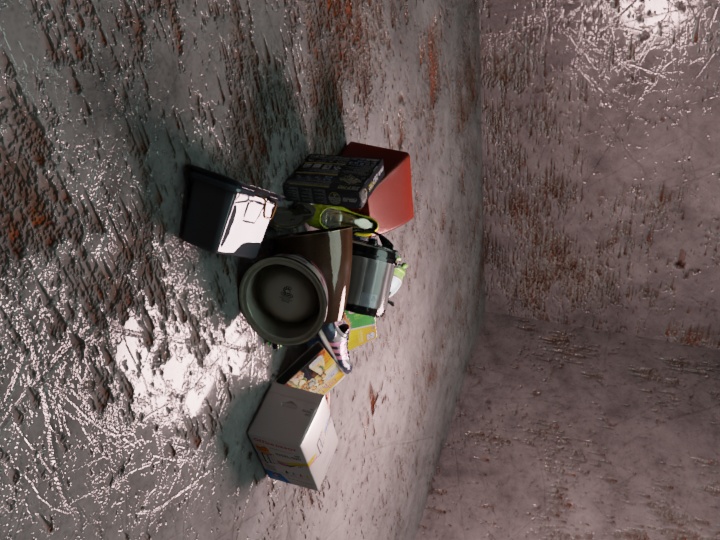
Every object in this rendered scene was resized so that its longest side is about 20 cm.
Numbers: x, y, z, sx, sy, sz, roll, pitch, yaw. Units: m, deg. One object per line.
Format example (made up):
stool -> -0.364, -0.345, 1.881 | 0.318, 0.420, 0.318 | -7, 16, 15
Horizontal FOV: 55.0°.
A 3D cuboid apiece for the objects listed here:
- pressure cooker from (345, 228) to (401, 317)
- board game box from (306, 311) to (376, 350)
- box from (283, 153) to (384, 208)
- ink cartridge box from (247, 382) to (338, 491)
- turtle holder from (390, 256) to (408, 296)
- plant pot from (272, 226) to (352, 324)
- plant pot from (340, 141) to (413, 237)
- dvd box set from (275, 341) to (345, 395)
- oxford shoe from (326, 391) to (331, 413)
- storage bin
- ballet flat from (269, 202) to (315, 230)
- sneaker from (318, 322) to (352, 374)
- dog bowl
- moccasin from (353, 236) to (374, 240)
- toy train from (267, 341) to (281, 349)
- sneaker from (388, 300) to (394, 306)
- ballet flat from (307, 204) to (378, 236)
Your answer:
pressure cooker -> 0.002, 0.000, 1.700 | 0.175, 0.175, 0.206 | 8, 94, -64
board game box -> -0.053, 0.146, 1.830 | 0.196, 0.040, 0.156 | -23, 126, -22
box -> -0.060, -0.213, 1.615 | 0.162, 0.195, 0.050 | -57, 148, -49
ink cartridge box -> -0.156, 0.396, 1.649 | 0.203, 0.143, 0.146 | 77, 29, -43
turtle holder -> 0.052, 0.010, 1.986 | 0.186, 0.138, 0.134 | 61, 53, -80
plant pot -> -0.096, 0.014, 1.566 | 0.186, 0.182, 0.206 | -22, 106, -67
plant pot -> 0.013, -0.203, 1.857 | 0.176, 0.196, 0.204 | -44, 139, -41
dvd box set -> -0.123, 0.275, 1.758 | 0.146, 0.029, 0.201 | -41, 149, -9
oxford shoe -> -0.105, 0.380, 1.897 | 0.072, 0.069, 0.206 | -10, 106, -74
storage bin -> -0.236, -0.099, 1.289 | 0.199, 0.142, 0.138 | 7, 102, -69
ballet flat -> -0.160, -0.118, 1.592 | 0.047, 0.067, 0.200 | -56, 173, 23
sneaker -> -0.050, 0.186, 1.779 | 0.081, 0.070, 0.202 | -34, 131, -7
dog bowl -> -0.156, 0.053, 1.472 | 0.074, 0.194, 0.206 | -59, 151, -65
moccasin -> 0.018, -0.129, 2.042 | 0.080, 0.066, 0.206 | 30, 71, -68
toy train -> -0.193, 0.082, 1.590 | 0.056, 0.041, 0.206 | -56, 148, -68
sneaker -> 0.029, 0.115, 1.930 | 0.079, 0.136, 0.203 | -104, -176, -48
ballet flat -> -0.042, -0.126, 1.714 | 0.067, 0.195, 0.069 | -166, -93, -68
